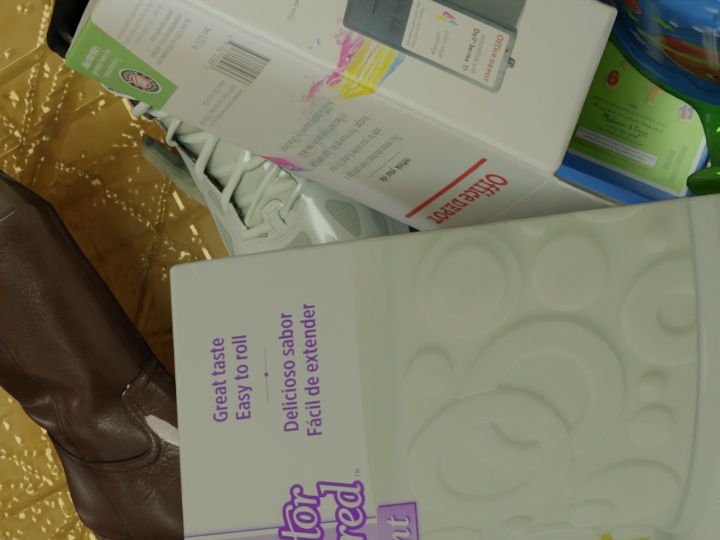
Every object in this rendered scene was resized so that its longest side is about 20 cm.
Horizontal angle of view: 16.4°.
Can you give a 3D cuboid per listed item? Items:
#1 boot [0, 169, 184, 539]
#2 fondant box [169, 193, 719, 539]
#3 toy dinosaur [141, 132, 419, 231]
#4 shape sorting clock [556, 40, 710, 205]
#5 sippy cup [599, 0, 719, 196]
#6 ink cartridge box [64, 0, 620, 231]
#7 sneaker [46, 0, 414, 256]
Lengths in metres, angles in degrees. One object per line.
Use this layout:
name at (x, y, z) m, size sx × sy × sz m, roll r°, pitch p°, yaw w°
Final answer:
boot at (-0.087, 0.033, 0.974) m, size 0.186 × 0.064 × 0.200 m, roll -11°, pitch 121°, yaw 38°
fondant box at (0.043, 0.061, 0.804) m, size 0.199 × 0.058 × 0.145 m, roll -8°, pitch 75°, yaw 13°
toy dinosaur at (0.000, 0.000, 1.002) m, size 0.199 × 0.047 × 0.088 m, roll 8°, pitch 88°, yaw 19°
shape sorting clock at (0.085, -0.106, 0.944) m, size 0.199 × 0.039 × 0.201 m, roll 1°, pitch 93°, yaw 14°
sippy cup at (0.134, -0.123, 0.843) m, size 0.139 × 0.130 × 0.178 m, roll -32°, pitch 82°, yaw 9°
ink cartridge box at (0.009, -0.071, 0.862) m, size 0.199 × 0.117 × 0.068 m, roll 25°, pitch 74°, yaw -10°
sneaker at (-0.061, -0.049, 0.943) m, size 0.076 × 0.115 × 0.201 m, roll -41°, pitch 62°, yaw 24°
